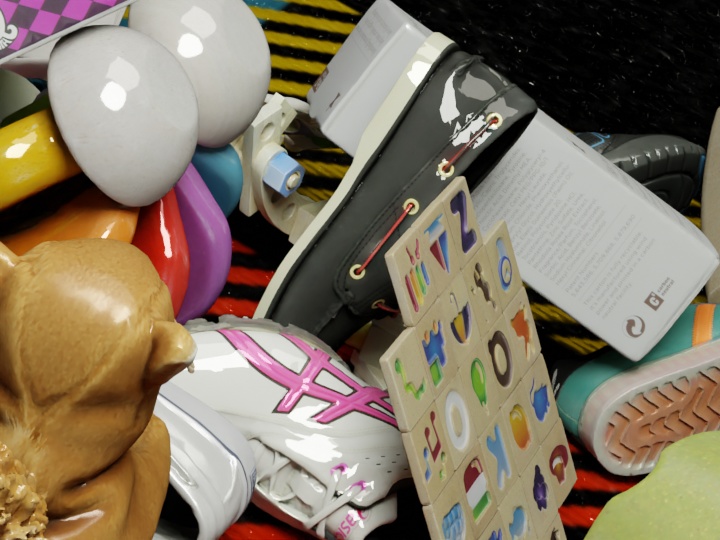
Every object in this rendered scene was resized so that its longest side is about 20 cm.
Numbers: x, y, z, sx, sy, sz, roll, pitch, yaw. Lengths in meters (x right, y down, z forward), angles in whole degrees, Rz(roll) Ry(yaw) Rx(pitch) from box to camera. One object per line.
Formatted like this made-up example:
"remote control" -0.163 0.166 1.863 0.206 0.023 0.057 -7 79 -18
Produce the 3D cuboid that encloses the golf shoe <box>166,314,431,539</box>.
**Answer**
"golf shoe" -0.017 0.079 1.212 0.199 0.073 0.092 16 31 -20

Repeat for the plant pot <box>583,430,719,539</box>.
"plant pot" 0.189 0.165 1.138 0.200 0.201 0.184 -4 28 -44

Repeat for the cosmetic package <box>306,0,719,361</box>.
"cosmetic package" 0.074 -0.047 1.359 0.200 0.074 0.102 37 7 -14

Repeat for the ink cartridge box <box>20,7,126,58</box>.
"ink cartridge box" -0.221 -0.197 1.510 0.199 0.085 0.145 19 28 -11

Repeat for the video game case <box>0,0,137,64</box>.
"video game case" -0.206 -0.099 1.215 0.199 0.036 0.181 -28 15 -22

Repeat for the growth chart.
"growth chart" -0.092 -0.089 1.436 0.199 0.018 0.145 12 -4 -23

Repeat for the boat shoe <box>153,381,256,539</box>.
"boat shoe" -0.138 0.054 1.154 0.199 0.074 0.065 26 24 5

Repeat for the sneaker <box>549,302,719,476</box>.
"sneaker" 0.190 0.042 1.406 0.199 0.072 0.080 -15 31 -19

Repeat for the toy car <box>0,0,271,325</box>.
"toy car" -0.122 -0.033 1.260 0.150 0.174 0.200 61 28 -9

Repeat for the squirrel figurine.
"squirrel figurine" -0.128 0.084 0.984 0.141 0.187 0.200 30 28 9

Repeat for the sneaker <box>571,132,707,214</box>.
"sneaker" 0.124 -0.059 1.574 0.199 0.073 0.082 -5 37 -47

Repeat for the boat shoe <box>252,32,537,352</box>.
"boat shoe" 0.007 -0.009 1.255 0.063 0.202 0.074 34 6 10

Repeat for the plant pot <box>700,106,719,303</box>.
"plant pot" 0.301 -0.024 1.512 0.200 0.200 0.177 42 44 -8

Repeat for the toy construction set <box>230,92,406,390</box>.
"toy construction set" 0.000 0.000 1.359 0.200 0.092 0.131 48 34 18

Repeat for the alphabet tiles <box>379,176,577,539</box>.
"alphabet tiles" 0.055 0.068 1.200 0.006 0.201 0.166 -9 18 24
